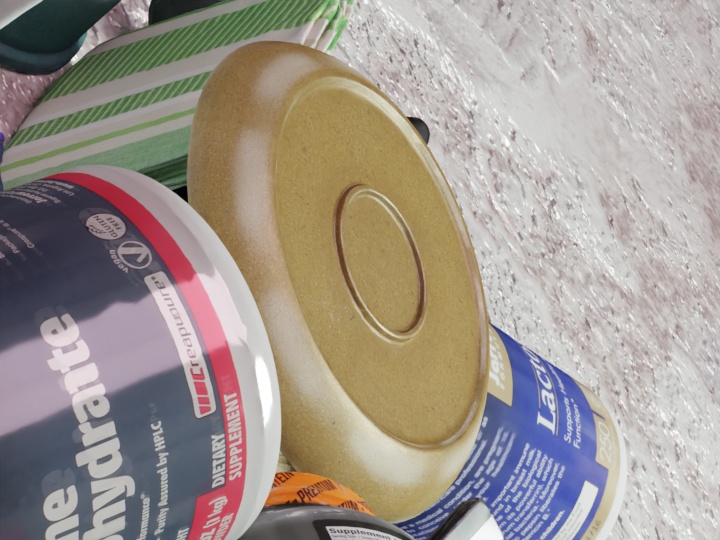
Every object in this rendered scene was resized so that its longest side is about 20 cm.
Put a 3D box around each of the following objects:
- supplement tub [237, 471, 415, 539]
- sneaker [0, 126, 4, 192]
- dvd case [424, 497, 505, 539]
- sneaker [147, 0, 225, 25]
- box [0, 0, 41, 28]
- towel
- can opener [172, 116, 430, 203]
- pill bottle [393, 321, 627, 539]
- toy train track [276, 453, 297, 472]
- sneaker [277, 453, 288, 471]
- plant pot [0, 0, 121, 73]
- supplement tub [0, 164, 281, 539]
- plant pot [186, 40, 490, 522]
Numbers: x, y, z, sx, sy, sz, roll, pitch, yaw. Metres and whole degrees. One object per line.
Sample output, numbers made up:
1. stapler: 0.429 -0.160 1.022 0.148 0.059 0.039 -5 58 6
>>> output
1. supplement tub: -0.007 0.164 1.004 0.122 0.122 0.200 42 11 -35
2. sneaker: -0.163 0.026 1.119 0.147 0.080 0.200 64 18 -9
3. dvd case: 0.052 0.216 1.205 0.149 0.016 0.201 -42 109 -40
4. sneaker: -0.053 -0.058 1.441 0.201 0.074 0.085 63 23 10
5. box: -0.189 -0.140 1.098 0.131 0.198 0.200 52 23 -14
6. towel: -0.083 -0.074 1.308 0.200 0.152 0.024 -71 142 -62
7. can opener: -0.063 -0.026 1.268 0.199 0.079 0.064 -25 75 -31
8. pill bottle: 0.030 0.072 1.396 0.200 0.115 0.116 33 34 -46
9. toy train track: -0.080 0.068 1.202 0.199 0.032 0.115 16 62 -34
10. sneaker: -0.075 0.035 1.287 0.080 0.070 0.201 17 47 -54
11. plant pot: -0.120 -0.226 1.355 0.200 0.196 0.201 46 25 -29
12. supplement tub: -0.138 0.055 0.954 0.199 0.140 0.141 -21 79 -37
13. plant pot: 0.000 0.000 1.184 0.200 0.027 0.201 36 45 -46
